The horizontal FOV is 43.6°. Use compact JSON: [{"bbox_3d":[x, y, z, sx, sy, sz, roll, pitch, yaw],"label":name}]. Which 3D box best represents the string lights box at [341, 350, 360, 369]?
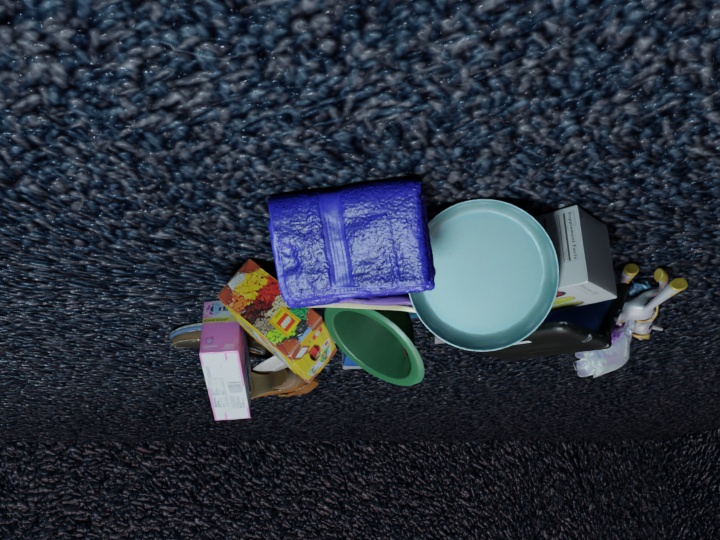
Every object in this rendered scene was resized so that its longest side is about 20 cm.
[{"bbox_3d":[0.000,0.098,1.548,0.058,0.104,0.200,-1,162,-5],"label":"string lights box"}]

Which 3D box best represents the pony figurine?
[{"bbox_3d":[0.436,0.074,1.515,0.191,0.168,0.201,-10,147,-4],"label":"pony figurine"}]

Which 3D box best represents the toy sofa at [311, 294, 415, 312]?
[{"bbox_3d":[0.000,0.000,1.228,0.198,0.084,0.098,4,-165,-18],"label":"toy sofa"}]

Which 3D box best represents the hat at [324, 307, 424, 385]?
[{"bbox_3d":[0.055,0.047,1.329,0.199,0.176,0.167,19,143,34],"label":"hat"}]

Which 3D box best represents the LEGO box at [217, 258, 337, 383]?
[{"bbox_3d":[-0.124,0.083,1.400,0.149,0.077,0.200,38,169,15],"label":"LEGO box"}]

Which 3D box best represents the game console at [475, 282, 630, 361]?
[{"bbox_3d":[0.276,0.067,1.354,0.175,0.118,0.199,19,157,-38],"label":"game console"}]

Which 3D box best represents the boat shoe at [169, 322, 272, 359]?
[{"bbox_3d":[-0.257,0.138,1.675,0.198,0.073,0.072,-3,162,0],"label":"boat shoe"}]

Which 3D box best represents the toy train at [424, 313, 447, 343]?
[{"bbox_3d":[0.102,0.033,1.297,0.034,0.201,0.046,-4,122,-1],"label":"toy train"}]

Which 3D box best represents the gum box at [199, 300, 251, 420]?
[{"bbox_3d":[-0.230,0.160,1.561,0.065,0.114,0.201,-3,136,-2],"label":"gum box"}]

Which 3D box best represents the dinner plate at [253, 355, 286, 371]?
[{"bbox_3d":[-0.108,0.152,1.700,0.199,0.024,0.200,-26,172,-4],"label":"dinner plate"}]

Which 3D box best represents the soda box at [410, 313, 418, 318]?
[{"bbox_3d":[0.166,0.028,1.427,0.198,0.065,0.068,-8,161,12],"label":"soda box"}]

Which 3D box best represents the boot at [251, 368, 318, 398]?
[{"bbox_3d":[-0.207,0.261,2.081,0.198,0.077,0.155,-19,161,22],"label":"boot"}]

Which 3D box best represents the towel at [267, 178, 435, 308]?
[{"bbox_3d":[-0.012,-0.029,1.110,0.198,0.149,0.050,-7,-161,10],"label":"towel"}]

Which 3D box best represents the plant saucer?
[{"bbox_3d":[0.160,0.006,1.187,0.198,0.202,0.027,-4,-172,4],"label":"plant saucer"}]

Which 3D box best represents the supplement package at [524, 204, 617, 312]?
[{"bbox_3d":[0.243,-0.003,1.272,0.199,0.111,0.113,-16,158,34],"label":"supplement package"}]
